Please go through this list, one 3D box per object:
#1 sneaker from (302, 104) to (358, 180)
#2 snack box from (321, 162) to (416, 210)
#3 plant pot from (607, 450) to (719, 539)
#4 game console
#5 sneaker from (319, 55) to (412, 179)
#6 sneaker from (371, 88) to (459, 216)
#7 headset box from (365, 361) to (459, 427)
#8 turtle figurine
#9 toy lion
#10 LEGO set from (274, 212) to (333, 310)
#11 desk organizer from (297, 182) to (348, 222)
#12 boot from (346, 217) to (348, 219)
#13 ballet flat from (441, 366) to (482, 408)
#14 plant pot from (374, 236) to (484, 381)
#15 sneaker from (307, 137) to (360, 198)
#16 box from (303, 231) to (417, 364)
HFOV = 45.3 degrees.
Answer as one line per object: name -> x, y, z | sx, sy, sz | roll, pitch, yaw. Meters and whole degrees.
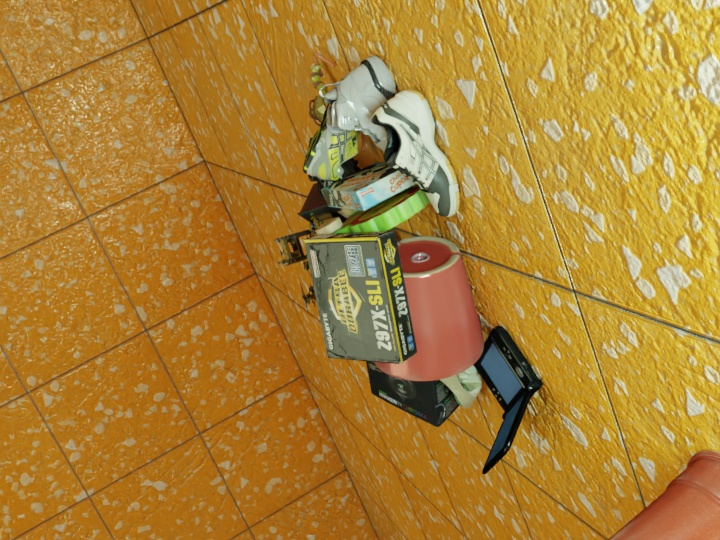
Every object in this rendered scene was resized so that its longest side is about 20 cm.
sneaker -> -0.031, -0.241, 1.483 | 0.076, 0.076, 0.201 | -85, 21, -48
snack box -> 0.016, -0.145, 1.465 | 0.037, 0.116, 0.200 | 65, 165, -14
plant pot -> 0.364, 0.338, 0.959 | 0.201, 0.194, 0.201 | 56, 165, 24
game console -> 0.216, 0.215, 1.420 | 0.177, 0.116, 0.200 | 57, 165, 18
sneaker -> 0.017, -0.217, 1.330 | 0.201, 0.114, 0.075 | 65, 166, -10
sneaker -> 0.078, -0.161, 1.277 | 0.201, 0.087, 0.076 | 65, 164, -16
headset box -> 0.100, 0.171, 1.659 | 0.173, 0.093, 0.201 | 22, 136, 35
turtle figurine -> -0.057, -0.282, 1.575 | 0.201, 0.064, 0.161 | 61, 166, 5
toy lion -> 0.034, -0.093, 1.433 | 0.069, 0.191, 0.200 | 61, -154, -10
LEGO set -> -0.101, -0.014, 1.744 | 0.154, 0.115, 0.202 | -178, 72, -73
desk organizer -> -0.043, -0.142, 1.752 | 0.071, 0.078, 0.199 | 32, 160, -24
boot -> 0.000, 0.000, 1.662 | 0.200, 0.156, 0.077 | 40, -179, 30
ballet flat -> 0.186, 0.198, 1.570 | 0.070, 0.069, 0.200 | 51, -177, 38
plant pot -> 0.102, 0.053, 1.419 | 0.200, 0.199, 0.179 | 40, 144, 56
sneaker -> -0.049, -0.194, 1.646 | 0.200, 0.090, 0.077 | -117, 28, -52
box -> -0.001, 0.041, 1.355 | 0.159, 0.049, 0.202 | 0, 106, 40
